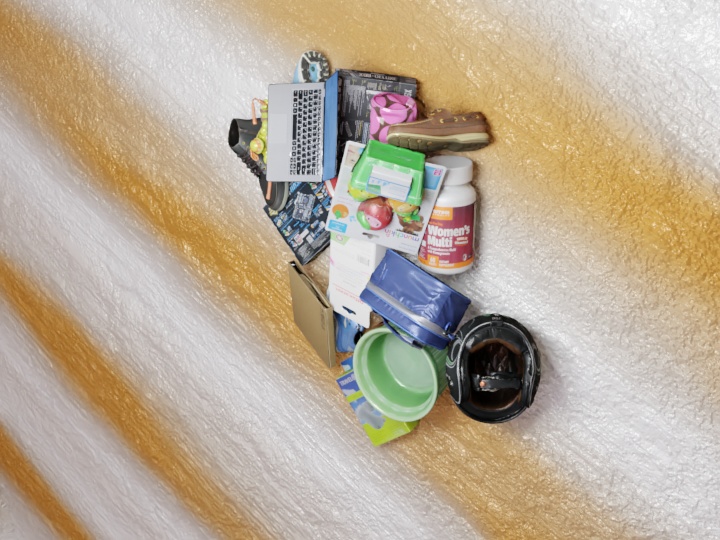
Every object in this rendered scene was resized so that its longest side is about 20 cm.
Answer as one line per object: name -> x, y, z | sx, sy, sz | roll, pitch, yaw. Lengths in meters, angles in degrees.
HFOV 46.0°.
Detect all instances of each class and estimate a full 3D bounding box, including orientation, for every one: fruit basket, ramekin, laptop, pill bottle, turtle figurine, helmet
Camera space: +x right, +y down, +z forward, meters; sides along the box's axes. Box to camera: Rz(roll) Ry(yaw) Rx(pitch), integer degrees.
fruit basket -> 0.041, -0.124, 1.522 | 0.182, 0.094, 0.202 | 16, 124, -3
ramekin -> 0.091, 0.194, 1.723 | 0.197, 0.097, 0.204 | 14, 116, 30
laptop -> -0.111, -0.265, 1.583 | 0.196, 0.116, 0.191 | 3, 92, 22
pill bottle -> 0.162, -0.105, 1.588 | 0.108, 0.109, 0.204 | 13, 116, 31
turtle figurine -> -0.176, -0.259, 1.736 | 0.064, 0.160, 0.204 | 4, 110, 36
helmet -> 0.249, 0.184, 1.593 | 0.196, 0.191, 0.204 | -1, 79, 5

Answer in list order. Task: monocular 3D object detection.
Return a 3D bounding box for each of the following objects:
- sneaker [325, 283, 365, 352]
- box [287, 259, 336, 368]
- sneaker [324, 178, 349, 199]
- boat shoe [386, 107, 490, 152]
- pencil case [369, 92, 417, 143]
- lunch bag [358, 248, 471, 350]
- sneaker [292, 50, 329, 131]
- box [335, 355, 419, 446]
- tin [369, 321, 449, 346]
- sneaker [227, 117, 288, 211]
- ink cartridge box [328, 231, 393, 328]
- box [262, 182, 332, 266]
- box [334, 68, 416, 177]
sneaker -> -0.019, 0.088, 1.830 | 0.088, 0.079, 0.203 | 7, 121, 25
box -> -0.106, 0.096, 1.847 | 0.164, 0.021, 0.202 | 49, 154, 36
sneaker -> -0.021, -0.207, 1.701 | 0.201, 0.078, 0.115 | 52, 130, 5
boat shoe -> 0.136, -0.252, 1.512 | 0.072, 0.196, 0.069 | 151, 114, -68
pencil case -> 0.064, -0.223, 1.567 | 0.092, 0.091, 0.203 | 12, 121, 26
lunch bag -> 0.105, 0.067, 1.601 | 0.199, 0.135, 0.134 | 34, 94, 33
sneaker -> -0.101, -0.331, 1.702 | 0.090, 0.077, 0.204 | -179, 91, -67
box -> 0.031, 0.279, 1.880 | 0.121, 0.047, 0.202 | -31, 89, 39
tin -> 0.101, 0.150, 1.784 | 0.198, 0.042, 0.114 | -18, 94, 38
sneaker -> -0.221, -0.222, 1.788 | 0.074, 0.105, 0.204 | -20, 79, 45
ink cartridge box -> 0.000, 0.000, 1.699 | 0.116, 0.067, 0.203 | 26, 127, 32
box -> -0.104, -0.128, 1.812 | 0.160, 0.046, 0.200 | 54, 129, 6
box -> 0.017, -0.273, 1.616 | 0.154, 0.050, 0.203 | 5, 116, -3
